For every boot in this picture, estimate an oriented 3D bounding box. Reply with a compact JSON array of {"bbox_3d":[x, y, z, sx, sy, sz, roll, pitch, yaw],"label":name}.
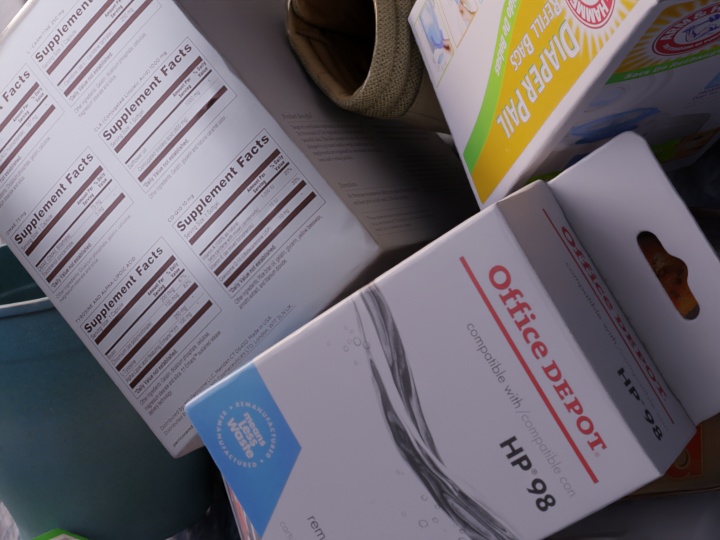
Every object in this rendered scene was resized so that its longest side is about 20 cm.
[{"bbox_3d":[0.034,-0.139,0.791,0.073,0.155,0.201,-42,46,39],"label":"boot"}]

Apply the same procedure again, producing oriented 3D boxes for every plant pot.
[{"bbox_3d":[-0.182,0.082,1.061,0.200,0.199,0.189,18,121,62],"label":"plant pot"}]

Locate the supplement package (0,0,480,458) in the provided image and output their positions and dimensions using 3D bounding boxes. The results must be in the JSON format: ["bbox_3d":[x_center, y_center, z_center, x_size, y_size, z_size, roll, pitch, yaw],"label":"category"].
[{"bbox_3d":[-0.064,-0.044,0.787,0.147,0.191,0.200,-44,78,20],"label":"supplement package"}]

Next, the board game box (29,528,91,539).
[{"bbox_3d":[-0.148,0.278,0.982,0.152,0.040,0.201,13,102,26],"label":"board game box"}]

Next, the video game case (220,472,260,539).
[{"bbox_3d":[-0.066,0.116,0.906,0.201,0.023,0.183,85,166,-48],"label":"video game case"}]

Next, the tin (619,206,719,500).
[{"bbox_3d":[0.097,0.041,0.656,0.199,0.042,0.113,-10,73,32],"label":"tin"}]

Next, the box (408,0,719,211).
[{"bbox_3d":[0.105,-0.112,0.619,0.200,0.112,0.102,123,129,-67],"label":"box"}]

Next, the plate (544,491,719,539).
[{"bbox_3d":[0.068,0.190,0.658,0.199,0.032,0.201,-15,63,31],"label":"plate"}]

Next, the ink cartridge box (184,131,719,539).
[{"bbox_3d":[0.044,0.046,0.610,0.200,0.067,0.116,-34,85,26],"label":"ink cartridge box"}]
